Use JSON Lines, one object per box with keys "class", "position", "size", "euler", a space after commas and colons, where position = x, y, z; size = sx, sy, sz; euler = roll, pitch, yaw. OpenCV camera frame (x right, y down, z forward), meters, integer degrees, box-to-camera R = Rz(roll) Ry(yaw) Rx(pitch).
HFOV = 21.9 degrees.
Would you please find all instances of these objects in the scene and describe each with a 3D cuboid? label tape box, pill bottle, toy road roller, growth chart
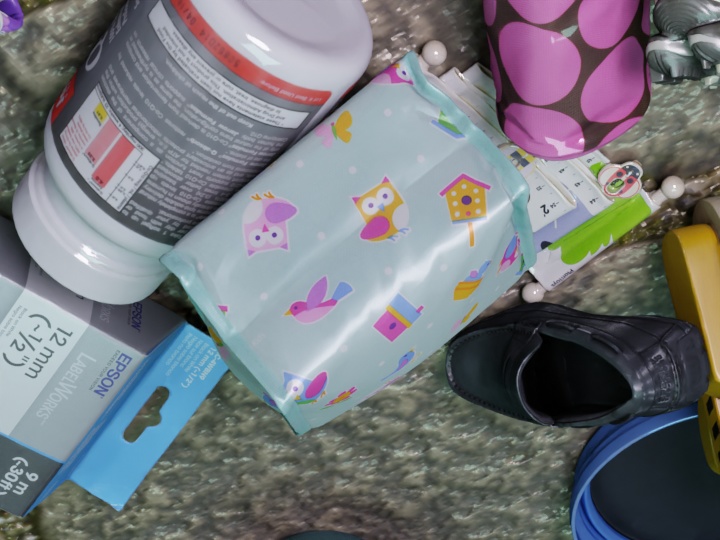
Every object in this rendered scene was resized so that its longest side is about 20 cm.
{"class": "label tape box", "position": [-0.191, 0.067, 1.102], "size": [0.199, 0.066, 0.144], "euler": [31, 114, -19]}
{"class": "pill bottle", "position": [-0.093, -0.079, 0.960], "size": [0.115, 0.116, 0.200], "euler": [26, 127, -25]}
{"class": "toy road roller", "position": [0.246, 0.054, 1.090], "size": [0.122, 0.202, 0.146], "euler": [-12, 175, -7]}
{"class": "growth chart", "position": [0.066, -0.050, 1.063], "size": [0.199, 0.018, 0.145], "euler": [28, 127, -25]}

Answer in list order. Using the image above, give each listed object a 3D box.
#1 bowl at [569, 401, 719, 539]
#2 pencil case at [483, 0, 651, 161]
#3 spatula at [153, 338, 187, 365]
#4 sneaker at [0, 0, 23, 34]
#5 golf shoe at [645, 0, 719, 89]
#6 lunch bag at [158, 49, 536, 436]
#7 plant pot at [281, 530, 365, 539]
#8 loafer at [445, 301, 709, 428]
{"class": "bowl", "position": [0.238, 0.146, 1.240], "size": [0.199, 0.040, 0.202], "euler": [-1, 134, -1]}
{"class": "pencil case", "position": [0.108, -0.154, 0.924], "size": [0.093, 0.091, 0.201], "euler": [-29, 140, -22]}
{"class": "spatula", "position": [-0.205, 0.049, 1.140], "size": [0.198, 0.021, 0.057], "euler": [-2, 127, -2]}
{"class": "sneaker", "position": [-0.233, -0.105, 0.962], "size": [0.113, 0.073, 0.202], "euler": [3, 133, -10]}
{"class": "golf shoe", "position": [0.218, -0.132, 0.937], "size": [0.077, 0.089, 0.199], "euler": [-6, 175, 41]}
{"class": "lunch bag", "position": [0.000, 0.000, 0.972], "size": [0.170, 0.122, 0.200], "euler": [-40, 167, -5]}
{"class": "plant pot", "position": [-0.026, 0.259, 1.268], "size": [0.198, 0.135, 0.201], "euler": [-2, 134, -2]}
{"class": "loafer", "position": [0.111, 0.056, 1.075], "size": [0.070, 0.069, 0.200], "euler": [-17, -172, -36]}
